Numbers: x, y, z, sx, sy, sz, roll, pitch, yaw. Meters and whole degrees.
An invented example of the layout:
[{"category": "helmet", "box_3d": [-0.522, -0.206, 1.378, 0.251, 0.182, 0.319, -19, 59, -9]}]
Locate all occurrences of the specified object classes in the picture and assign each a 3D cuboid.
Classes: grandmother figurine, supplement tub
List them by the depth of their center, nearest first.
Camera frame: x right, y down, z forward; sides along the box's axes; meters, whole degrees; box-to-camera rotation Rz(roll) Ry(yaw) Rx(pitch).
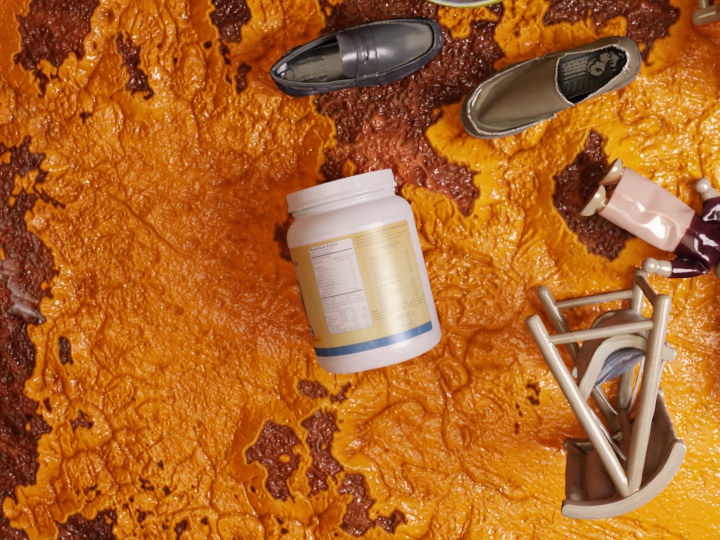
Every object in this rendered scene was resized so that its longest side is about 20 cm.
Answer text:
[{"category": "grandmother figurine", "box_3d": [0.340, -0.042, 0.853, 0.199, 0.061, 0.122, 34, 91, 6]}, {"category": "supplement tub", "box_3d": [0.000, 0.000, 0.900, 0.143, 0.145, 0.202, -13, 93, 16]}]

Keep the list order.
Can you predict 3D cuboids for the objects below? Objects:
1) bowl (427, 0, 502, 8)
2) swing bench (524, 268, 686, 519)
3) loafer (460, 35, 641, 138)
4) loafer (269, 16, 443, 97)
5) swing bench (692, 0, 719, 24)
[{"category": "bowl", "box_3d": [0.120, -0.367, 0.840, 0.198, 0.108, 0.202, 2, 97, 15]}, {"category": "swing bench", "box_3d": [0.252, 0.117, 0.821, 0.129, 0.199, 0.202, -10, 95, 15]}, {"category": "loafer", "box_3d": [0.198, -0.200, 0.861, 0.199, 0.070, 0.076, -22, 91, 16]}, {"category": "loafer", "box_3d": [-0.006, -0.238, 0.908, 0.199, 0.070, 0.069, -12, 95, 16]}, {"category": "swing bench", "box_3d": [0.408, -0.361, 0.752, 0.198, 0.130, 0.201, -10, 94, 10]}]
